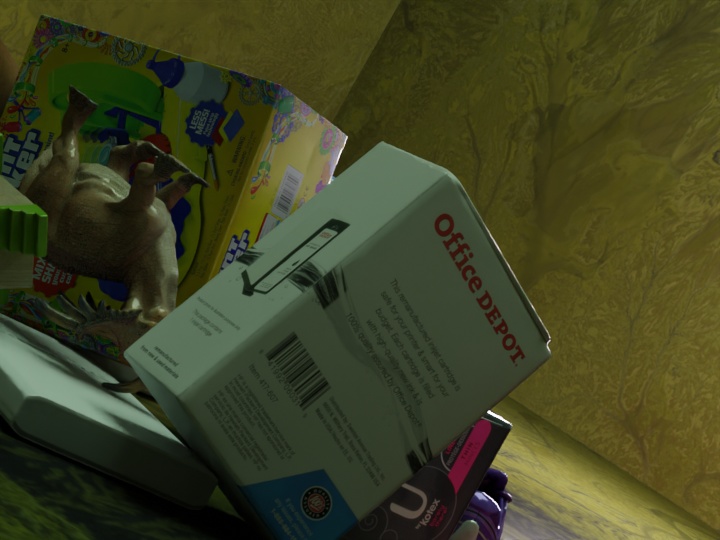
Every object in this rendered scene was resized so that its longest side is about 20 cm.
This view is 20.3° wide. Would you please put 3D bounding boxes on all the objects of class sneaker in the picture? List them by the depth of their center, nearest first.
[{"bbox_3d":[0.079,0.176,1.424,0.080,0.084,0.200,30,1,-1],"label":"sneaker"}]

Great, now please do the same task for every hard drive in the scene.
[{"bbox_3d":[-0.177,0.071,1.184,0.132,0.026,0.200,29,3,-32],"label":"hard drive"}]

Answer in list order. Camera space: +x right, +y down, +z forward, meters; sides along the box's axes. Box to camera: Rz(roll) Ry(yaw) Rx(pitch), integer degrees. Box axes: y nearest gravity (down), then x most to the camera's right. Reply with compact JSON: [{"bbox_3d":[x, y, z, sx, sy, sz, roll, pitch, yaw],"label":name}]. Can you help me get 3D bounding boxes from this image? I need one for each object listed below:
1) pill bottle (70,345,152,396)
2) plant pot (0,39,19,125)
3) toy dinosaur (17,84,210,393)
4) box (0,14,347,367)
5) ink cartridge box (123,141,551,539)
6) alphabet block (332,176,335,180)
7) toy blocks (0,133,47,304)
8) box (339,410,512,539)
[{"bbox_3d":[-0.132,-0.016,1.461,0.109,0.200,0.109,30,2,-1],"label":"pill bottle"},{"bbox_3d":[-0.290,-0.075,1.426,0.186,0.187,0.200,32,-12,42],"label":"plant pot"},{"bbox_3d":[-0.165,-0.023,1.224,0.200,0.136,0.086,35,-1,36],"label":"toy dinosaur"},{"bbox_3d":[-0.145,-0.039,1.345,0.192,0.201,0.122,18,-5,24],"label":"box"},{"bbox_3d":[-0.010,0.047,1.153,0.084,0.200,0.146,31,-24,56],"label":"ink cartridge box"},{"bbox_3d":[-0.095,-0.015,1.950,0.195,0.200,0.196,29,2,-1],"label":"alphabet block"},{"bbox_3d":[-0.282,-0.032,1.207,0.136,0.100,0.200,-2,17,-26],"label":"toy blocks"},{"bbox_3d":[-0.007,0.106,1.355,0.106,0.123,0.200,27,3,-29],"label":"box"}]
